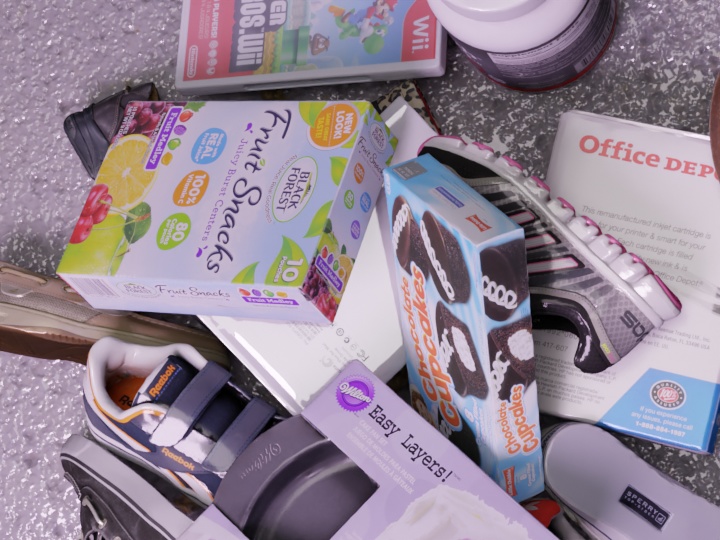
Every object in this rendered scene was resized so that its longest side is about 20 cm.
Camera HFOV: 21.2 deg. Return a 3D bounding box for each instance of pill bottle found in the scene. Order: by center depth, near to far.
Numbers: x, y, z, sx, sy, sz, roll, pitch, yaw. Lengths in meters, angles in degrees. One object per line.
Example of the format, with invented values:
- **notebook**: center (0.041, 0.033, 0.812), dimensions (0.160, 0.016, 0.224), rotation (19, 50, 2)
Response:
- **pill bottle**: center (0.103, -0.192, 1.267), dimensions (0.115, 0.200, 0.116), rotation (-2, 82, 14)

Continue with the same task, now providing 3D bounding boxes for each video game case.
- **video game case**: center (-0.033, -0.200, 1.374), dimensions (0.199, 0.017, 0.144), rotation (-3, 71, 18)

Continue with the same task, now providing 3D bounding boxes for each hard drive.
- **hard drive**: center (0.000, 0.000, 1.292), dimensions (0.200, 0.026, 0.132), rotation (-44, 90, -4)

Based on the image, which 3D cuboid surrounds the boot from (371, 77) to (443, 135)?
- **boot**: center (0.009, -0.020, 1.337), dimensions (0.153, 0.073, 0.204), rotation (-26, 79, 7)

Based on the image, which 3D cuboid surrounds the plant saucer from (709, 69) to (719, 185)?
- **plant saucer**: center (0.320, -0.084, 1.234), dimensions (0.199, 0.037, 0.201), rotation (4, 78, -19)

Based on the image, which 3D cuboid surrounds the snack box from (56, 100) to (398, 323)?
- **snack box**: center (-0.089, -0.042, 1.270), dimensions (0.199, 0.053, 0.143), rotation (3, 62, 32)

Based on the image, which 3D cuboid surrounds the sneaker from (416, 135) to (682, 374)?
- **sneaker**: center (0.103, -0.007, 1.224), dimensions (0.200, 0.074, 0.088), rotation (38, 89, 15)

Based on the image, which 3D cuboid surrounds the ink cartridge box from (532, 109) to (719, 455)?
- **ink cartridge box**: center (0.186, 0.009, 1.282), dimensions (0.145, 0.084, 0.201), rotation (14, 86, 16)

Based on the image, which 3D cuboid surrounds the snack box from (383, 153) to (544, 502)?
- **snack box**: center (0.066, 0.039, 1.215), dimensions (0.037, 0.201, 0.116), rotation (-21, 34, -20)

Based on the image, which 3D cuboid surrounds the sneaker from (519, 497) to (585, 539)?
- **sneaker**: center (0.090, 0.162, 1.264), dimensions (0.200, 0.094, 0.070), rotation (38, 53, 9)

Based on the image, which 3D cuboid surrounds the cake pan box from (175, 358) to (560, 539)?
- **cake pan box**: center (0.001, 0.179, 1.189), dimensions (0.184, 0.052, 0.200), rotation (-43, 65, -11)

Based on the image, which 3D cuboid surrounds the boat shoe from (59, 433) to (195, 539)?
- **boat shoe**: center (-0.164, 0.170, 1.312), dimensions (0.064, 0.071, 0.200), rotation (-52, 34, -9)

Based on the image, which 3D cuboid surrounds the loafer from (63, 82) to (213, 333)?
- **loafer**: center (-0.136, -0.047, 1.377), dimensions (0.072, 0.073, 0.200), rotation (-34, 78, 3)

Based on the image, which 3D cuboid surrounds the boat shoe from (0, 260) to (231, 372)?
- **boat shoe**: center (-0.186, 0.035, 1.380), dimensions (0.199, 0.072, 0.065), rotation (11, 65, 7)

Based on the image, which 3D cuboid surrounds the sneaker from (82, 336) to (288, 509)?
- **sneaker**: center (-0.105, 0.106, 1.287), dimensions (0.199, 0.080, 0.079), rotation (19, 51, 22)

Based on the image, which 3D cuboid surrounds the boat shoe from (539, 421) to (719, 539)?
- **boat shoe**: center (0.190, 0.170, 1.270), dimensions (0.200, 0.070, 0.071), rotation (37, 82, -10)
